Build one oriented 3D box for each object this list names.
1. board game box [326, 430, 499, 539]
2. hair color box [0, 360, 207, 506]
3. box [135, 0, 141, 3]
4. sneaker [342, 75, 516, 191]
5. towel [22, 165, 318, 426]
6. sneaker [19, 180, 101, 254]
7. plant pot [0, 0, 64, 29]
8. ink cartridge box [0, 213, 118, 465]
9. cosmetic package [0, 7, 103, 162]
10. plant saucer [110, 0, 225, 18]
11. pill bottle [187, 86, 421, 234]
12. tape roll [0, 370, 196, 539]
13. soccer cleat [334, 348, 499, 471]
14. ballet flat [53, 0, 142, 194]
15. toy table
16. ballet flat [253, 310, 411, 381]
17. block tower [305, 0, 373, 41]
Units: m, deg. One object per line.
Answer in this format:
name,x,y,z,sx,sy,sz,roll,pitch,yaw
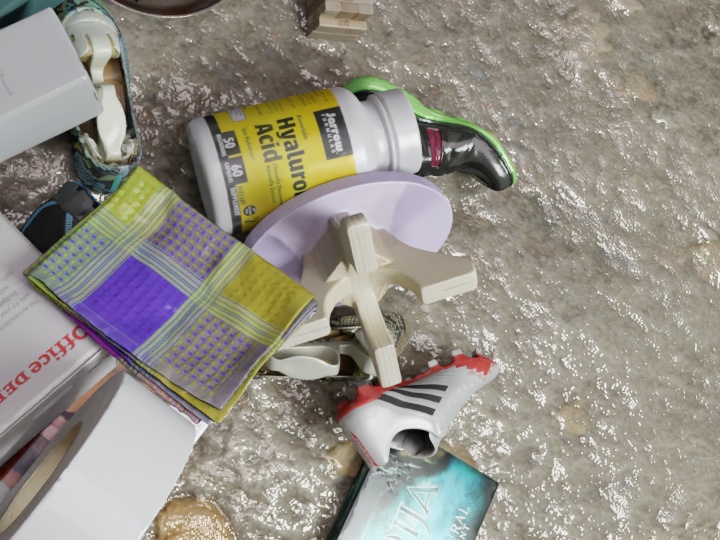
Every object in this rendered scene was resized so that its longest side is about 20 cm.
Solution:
board game box,0.038,0.262,1.088,0.135,0.028,0.200,32,69,-16
hair color box,-0.234,0.172,0.963,0.111,0.064,0.200,42,66,-11
box,-0.221,-0.367,1.042,0.200,0.036,0.143,49,66,-11
sneaker,0.063,-0.123,1.147,0.200,0.077,0.084,23,79,-9
towel,-0.145,0.016,0.891,0.200,0.023,0.144,37,62,11
sneaker,-0.217,0.019,1.002,0.082,0.073,0.200,-41,93,-8
plant pot,-0.309,-0.271,0.938,0.200,0.141,0.141,-41,100,7
ink cartridge box,-0.313,0.042,0.906,0.200,0.083,0.147,43,65,9
cosmetic package,-0.319,-0.128,0.923,0.200,0.102,0.074,-29,86,-10
plant saucer,-0.198,-0.333,1.082,0.200,0.032,0.201,4,79,-23
pill bottle,-0.050,-0.107,1.043,0.200,0.111,0.111,-15,88,-12
tape roll,-0.209,0.173,0.826,0.071,0.202,0.203,39,68,-13
soccer cleat,0.064,0.133,1.081,0.200,0.069,0.085,-11,68,-41
ballet flat,-0.234,-0.171,1.018,0.074,0.074,0.200,-12,86,-25
toy table,0.000,0.000,0.994,0.200,0.117,0.184,-27,130,0
ballet flat,-0.029,0.079,1.062,0.200,0.075,0.068,-2,107,-25
block tower,-0.024,-0.339,1.149,0.058,0.054,0.200,0,82,-25
